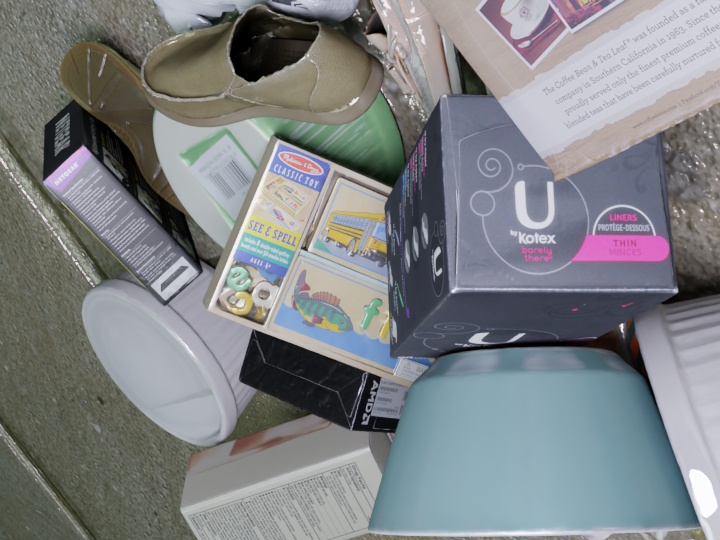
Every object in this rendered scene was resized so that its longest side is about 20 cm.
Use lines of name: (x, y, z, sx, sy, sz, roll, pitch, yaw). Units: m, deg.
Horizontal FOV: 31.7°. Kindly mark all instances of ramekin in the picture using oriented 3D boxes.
ramekin: (-0.182, 0.074, 1.303, 0.201, 0.094, 0.204, 29, 143, 25)
ramekin: (0.245, 0.103, 0.780, 0.093, 0.203, 0.204, -21, 115, 13)
ramekin: (-0.071, -0.093, 1.002, 0.199, 0.098, 0.201, 30, 144, 24)

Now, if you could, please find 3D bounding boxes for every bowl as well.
bowl: (0.101, 0.104, 0.769, 0.200, 0.199, 0.107, -16, 73, 54)

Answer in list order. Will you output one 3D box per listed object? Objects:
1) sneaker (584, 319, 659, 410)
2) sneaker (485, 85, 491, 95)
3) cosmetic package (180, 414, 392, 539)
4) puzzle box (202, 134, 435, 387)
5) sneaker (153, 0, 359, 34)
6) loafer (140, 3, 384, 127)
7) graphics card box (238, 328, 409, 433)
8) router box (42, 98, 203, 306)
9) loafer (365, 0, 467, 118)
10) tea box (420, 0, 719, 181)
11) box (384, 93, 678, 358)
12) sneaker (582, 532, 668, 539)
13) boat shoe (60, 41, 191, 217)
sneaker: (0.161, 0.053, 0.871, 0.071, 0.080, 0.202, -21, 93, 11)
sneaker: (0.117, -0.132, 0.773, 0.090, 0.066, 0.202, 3, 127, 53)
cosmetic package: (-0.063, 0.210, 1.236, 0.198, 0.088, 0.104, -18, 120, 12)
puzzle box: (0.000, 0.000, 0.927, 0.198, 0.135, 0.025, 21, -173, -19)
sneaker: (-0.083, -0.209, 0.919, 0.199, 0.075, 0.115, 30, 152, 18)
loafer: (-0.077, -0.144, 0.864, 0.198, 0.077, 0.068, 4, 148, 32)
graphics card box: (0.008, 0.095, 1.055, 0.124, 0.052, 0.199, 19, -176, 36)
router box: (-0.214, -0.067, 1.130, 0.149, 0.051, 0.200, 49, -177, -23)
loafer: (0.024, -0.176, 0.816, 0.062, 0.072, 0.202, -13, 122, 6)
tea box: (0.157, -0.172, 0.565, 0.134, 0.197, 0.199, 51, 148, -8)
box: (0.086, -0.016, 0.724, 0.120, 0.108, 0.200, 0, 167, -7)
sneaker: (0.154, 0.147, 0.937, 0.197, 0.101, 0.075, 15, -174, -7)
boat shoe: (-0.181, -0.126, 1.138, 0.200, 0.073, 0.063, 41, -168, 1)
